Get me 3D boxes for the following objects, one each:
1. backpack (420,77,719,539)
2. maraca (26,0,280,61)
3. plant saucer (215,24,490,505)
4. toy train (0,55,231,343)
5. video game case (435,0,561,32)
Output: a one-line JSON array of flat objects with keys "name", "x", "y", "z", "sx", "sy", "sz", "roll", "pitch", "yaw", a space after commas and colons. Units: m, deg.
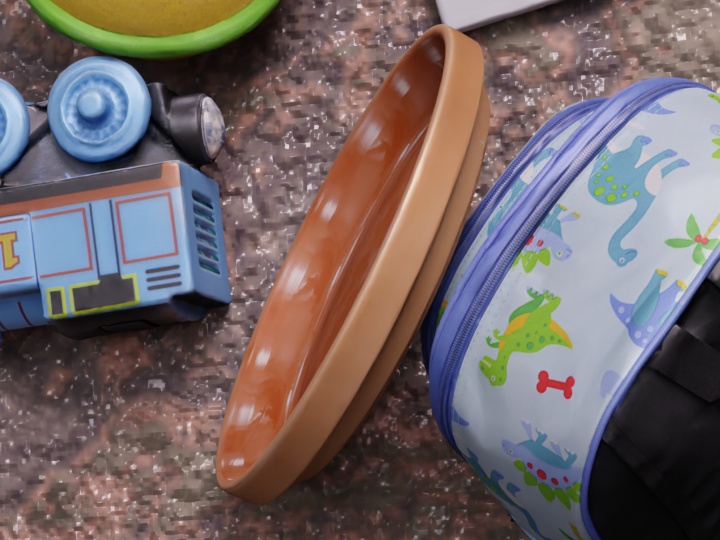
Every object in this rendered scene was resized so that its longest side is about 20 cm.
[{"name": "backpack", "x": 0.111, "y": 0.024, "z": 0.805, "sx": 0.147, "sy": 0.200, "sz": 0.184, "roll": 35, "pitch": 86, "yaw": 33}, {"name": "maraca", "x": -0.089, "y": -0.177, "z": 0.946, "sx": 0.136, "sy": 0.107, "sz": 0.201, "roll": 4, "pitch": 59, "yaw": -6}, {"name": "plant saucer", "x": 0.000, "y": 0.000, "z": 0.843, "sx": 0.032, "sy": 0.200, "sz": 0.202, "roll": 25, "pitch": 82, "yaw": -11}, {"name": "toy train", "x": -0.152, "y": -0.023, "z": 0.931, "sx": 0.198, "sy": 0.087, "sz": 0.115, "roll": -9, "pitch": 81, "yaw": 9}, {"name": "video game case", "x": 0.095, "y": -0.225, "z": 0.929, "sx": 0.181, "sy": 0.022, "sz": 0.202, "roll": -16, "pitch": 93, "yaw": 7}]
